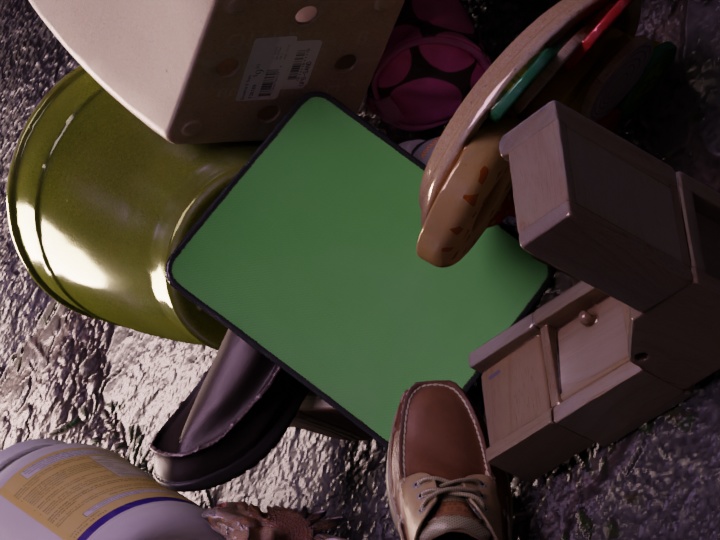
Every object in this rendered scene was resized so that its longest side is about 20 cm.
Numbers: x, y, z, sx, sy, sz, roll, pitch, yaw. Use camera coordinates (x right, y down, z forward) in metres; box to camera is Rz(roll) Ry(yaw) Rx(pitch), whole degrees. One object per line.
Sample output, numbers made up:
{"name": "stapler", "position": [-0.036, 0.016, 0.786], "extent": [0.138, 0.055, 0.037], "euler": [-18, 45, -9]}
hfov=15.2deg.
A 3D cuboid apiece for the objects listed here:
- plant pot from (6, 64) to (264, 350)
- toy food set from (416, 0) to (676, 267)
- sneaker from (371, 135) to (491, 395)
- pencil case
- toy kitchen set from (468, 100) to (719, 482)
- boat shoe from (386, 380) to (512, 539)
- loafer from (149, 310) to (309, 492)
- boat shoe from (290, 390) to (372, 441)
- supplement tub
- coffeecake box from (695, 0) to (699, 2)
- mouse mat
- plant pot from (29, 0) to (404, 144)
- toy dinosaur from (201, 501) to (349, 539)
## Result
{"name": "plant pot", "position": [-0.109, -0.034, 1.810], "extent": [0.193, 0.200, 0.201], "euler": [30, 94, 57]}
{"name": "toy food set", "position": [0.108, -0.088, 1.605], "extent": [0.049, 0.200, 0.198], "euler": [40, 105, 17]}
{"name": "sneaker", "position": [0.050, -0.003, 1.712], "extent": [0.079, 0.074, 0.201], "euler": [-20, 55, 37]}
{"name": "pencil case", "position": [0.020, -0.180, 1.843], "extent": [0.094, 0.091, 0.200], "euler": [-24, 44, 2]}
{"name": "toy kitchen set", "position": [0.103, -0.015, 1.559], "extent": [0.200, 0.180, 0.163], "euler": [-35, 44, 34]}
{"name": "boat shoe", "position": [0.058, 0.155, 1.583], "extent": [0.074, 0.075, 0.200], "euler": [91, 171, -63]}
{"name": "loafer", "position": [-0.068, 0.055, 1.704], "extent": [0.073, 0.071, 0.200], "euler": [12, 53, 49]}
{"name": "boat shoe", "position": [-0.039, 0.070, 1.783], "extent": [0.200, 0.072, 0.065], "euler": [1, 71, 58]}
{"name": "supplement tub", "position": [-0.177, 0.199, 1.814], "extent": [0.200, 0.145, 0.146], "euler": [24, 89, 54]}
{"name": "coffeecake box", "position": [0.226, -0.292, 1.657], "extent": [0.200, 0.073, 0.154], "euler": [-48, 37, 23]}
{"name": "mouse mat", "position": [0.000, 0.000, 1.678], "extent": [0.161, 0.200, 0.008], "euler": [-51, -9, -14]}
{"name": "plant pot", "position": [-0.076, -0.191, 1.745], "extent": [0.177, 0.200, 0.200], "euler": [62, 144, 35]}
{"name": "toy dinosaur", "position": [-0.039, 0.220, 1.677], "extent": [0.086, 0.135, 0.200], "euler": [-34, 76, 28]}
